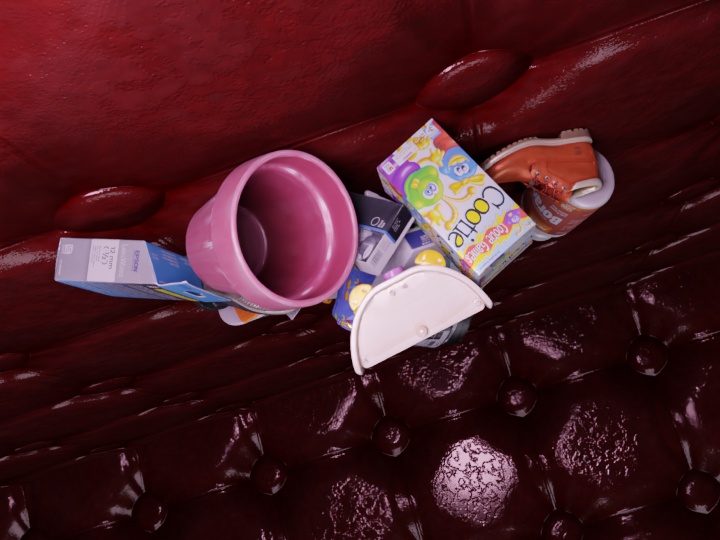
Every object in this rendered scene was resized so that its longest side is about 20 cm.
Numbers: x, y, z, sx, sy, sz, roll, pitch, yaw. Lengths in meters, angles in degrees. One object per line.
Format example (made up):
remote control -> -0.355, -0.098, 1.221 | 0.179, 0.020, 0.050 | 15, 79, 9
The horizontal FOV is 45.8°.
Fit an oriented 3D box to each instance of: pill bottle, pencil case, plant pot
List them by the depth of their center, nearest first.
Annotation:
plant pot -> -0.132, -0.044, 1.123 | 0.199, 0.202, 0.178 | -4, 177, -41
pencil case -> 0.000, 0.000, 1.378 | 0.086, 0.201, 0.078 | 1, -156, -14
pill bottle -> 0.348, -0.125, 1.483 | 0.111, 0.113, 0.200 | -12, 164, -17

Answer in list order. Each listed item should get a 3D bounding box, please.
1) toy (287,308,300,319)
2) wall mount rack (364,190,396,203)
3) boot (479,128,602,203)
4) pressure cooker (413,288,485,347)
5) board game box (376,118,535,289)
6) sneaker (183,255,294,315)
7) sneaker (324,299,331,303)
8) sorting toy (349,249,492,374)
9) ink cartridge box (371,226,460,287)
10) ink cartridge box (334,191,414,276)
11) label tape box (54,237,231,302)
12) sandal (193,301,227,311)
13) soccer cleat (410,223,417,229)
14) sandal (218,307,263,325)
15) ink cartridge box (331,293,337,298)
toy -> -0.072, -0.028, 1.291 | 0.201, 0.047, 0.115 | -56, -168, -3
wall mount rack -> 0.090, -0.106, 1.301 | 0.173, 0.075, 0.200 | -19, 180, -7
boot -> 0.283, -0.151, 1.331 | 0.199, 0.108, 0.075 | -13, 167, -11
pressure cooker -> 0.122, 0.045, 1.537 | 0.199, 0.180, 0.176 | 8, -159, -19
board game box -> 0.129, -0.087, 1.151 | 0.105, 0.200, 0.103 | -42, 165, -2
sneaker -> -0.169, 0.026, 1.278 | 0.199, 0.075, 0.106 | 15, 168, 17
sneaker -> -0.002, 0.000, 1.621 | 0.199, 0.078, 0.078 | -21, 163, 11
sorting toy -> 0.066, 0.043, 1.184 | 0.199, 0.107, 0.180 | -27, 180, 4
ink cartridge box -> 0.111, -0.012, 1.311 | 0.199, 0.041, 0.200 | -20, 156, -31
ink cartridge box -> -0.024, -0.061, 1.202 | 0.199, 0.100, 0.039 | 16, 159, 46
label tape box -> -0.295, 0.000, 1.181 | 0.199, 0.067, 0.143 | 1, 170, 17
sandal -> -0.204, 0.017, 1.467 | 0.200, 0.076, 0.048 | -15, 175, -46
soccer cleat -> 0.079, -0.080, 1.451 | 0.200, 0.081, 0.068 | -36, 164, -15
sandal -> -0.172, 0.046, 1.592 | 0.206, 0.080, 0.059 | -24, 161, 18
ink cartridge box -> -0.113, 0.003, 1.416 | 0.199, 0.068, 0.117 | -2, -162, -43
